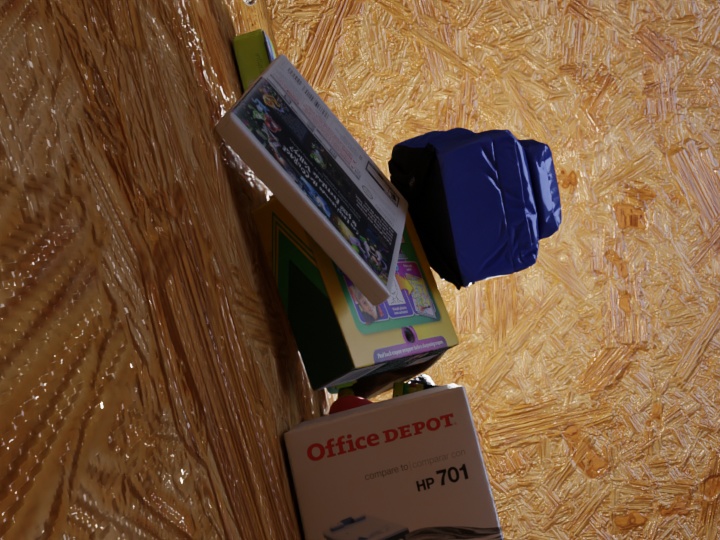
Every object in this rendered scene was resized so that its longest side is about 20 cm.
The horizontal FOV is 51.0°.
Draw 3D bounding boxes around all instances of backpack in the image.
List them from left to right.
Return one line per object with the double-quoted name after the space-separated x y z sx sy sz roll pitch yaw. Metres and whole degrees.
0.123 -0.080 0.866 0.200 0.164 0.167 -151 -129 -70 "backpack"

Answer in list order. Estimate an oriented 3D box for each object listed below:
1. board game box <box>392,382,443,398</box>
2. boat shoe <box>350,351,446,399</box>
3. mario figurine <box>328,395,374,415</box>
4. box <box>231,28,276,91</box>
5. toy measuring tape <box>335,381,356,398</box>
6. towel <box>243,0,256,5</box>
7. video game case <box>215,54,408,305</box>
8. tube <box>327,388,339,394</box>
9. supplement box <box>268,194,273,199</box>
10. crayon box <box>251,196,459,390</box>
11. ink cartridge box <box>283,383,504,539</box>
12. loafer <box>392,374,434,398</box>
0.052 0.241 0.731 0.168 0.055 0.203 83 11 -47 "board game box"
0.065 0.125 1.085 0.075 0.198 0.073 6 59 -46 "boat shoe"
0.014 0.258 0.989 0.203 0.104 0.124 61 4 -5 "mario figurine"
-0.124 -0.240 0.978 0.200 0.046 0.125 -105 -178 -76 "box"
-0.036 0.092 1.061 0.074 0.072 0.206 -111 -169 -84 "toy measuring tape"
-0.209 -0.555 1.244 0.201 0.034 0.136 80 -3 -72 "towel"
-0.032 -0.089 0.684 0.201 0.023 0.183 48 26 -18 "video game case"
-0.056 0.083 1.132 0.077 0.049 0.205 -151 -137 -75 "tube"
0.000 0.000 0.962 0.197 0.130 0.205 31 43 -65 "supplement box"
0.002 0.011 0.743 0.198 0.058 0.176 -2 67 -55 "crayon box"
0.033 0.203 0.571 0.086 0.143 0.205 67 8 -82 "ink cartridge box"
0.082 0.205 1.021 0.071 0.067 0.201 58 10 -13 "loafer"
